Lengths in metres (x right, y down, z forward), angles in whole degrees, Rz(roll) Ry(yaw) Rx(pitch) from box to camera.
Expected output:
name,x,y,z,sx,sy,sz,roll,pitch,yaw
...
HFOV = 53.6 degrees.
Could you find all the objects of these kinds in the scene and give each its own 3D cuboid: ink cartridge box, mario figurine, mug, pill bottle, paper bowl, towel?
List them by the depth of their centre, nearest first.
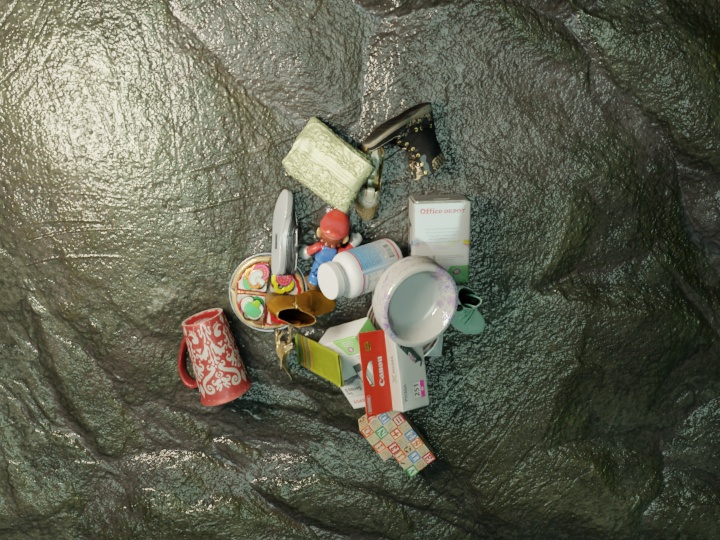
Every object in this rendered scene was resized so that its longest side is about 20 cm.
name,x,y,z,sx,sy,sz,roll,pitch,yaw
towel,-0.075,-0.242,1.651,0.198,0.036,0.150,37,104,8
paper bowl,0.120,0.065,1.653,0.195,0.104,0.206,-10,116,-21
pill bottle,0.000,0.000,1.678,0.196,0.108,0.112,-18,112,-35
ink cartridge box,0.081,0.237,1.709,0.170,0.043,0.206,-6,89,-40
ink cartridge box,0.189,-0.078,1.729,0.141,0.088,0.206,-3,109,-5
mario figurine,-0.073,-0.057,1.730,0.121,0.106,0.204,-6,124,-41
mug,-0.376,0.213,1.740,0.173,0.134,0.205,-16,104,-2
towel,-0.104,0.217,1.740,0.018,0.198,0.089,-18,110,-31
ink cartridge box,0.002,0.233,1.772,0.143,0.084,0.203,-18,112,39

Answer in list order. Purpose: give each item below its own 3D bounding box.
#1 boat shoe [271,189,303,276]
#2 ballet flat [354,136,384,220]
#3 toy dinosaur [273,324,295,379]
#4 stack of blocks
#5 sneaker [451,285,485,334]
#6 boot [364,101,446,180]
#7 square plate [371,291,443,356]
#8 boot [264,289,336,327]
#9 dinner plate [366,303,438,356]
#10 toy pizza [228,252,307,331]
name,x,y,z,sx,sy,sz,roll,pitch,yaw
boat shoe,-0.168,-0.088,1.702,0.066,0.071,0.206,1,96,-30
ballet flat,0.021,-0.213,1.683,0.068,0.065,0.206,1,107,-6
toy dinosaur,-0.192,0.198,1.768,0.056,0.201,0.104,4,64,-4
stack of blocks,0.096,0.447,1.889,0.114,0.059,0.201,-36,107,6
sneaker,0.267,0.102,1.754,0.199,0.117,0.075,37,71,-31
boot,0.110,-0.281,1.645,0.198,0.072,0.153,-36,114,-27
square plate,0.119,0.117,1.810,0.192,0.029,0.206,2,106,-7
boot,-0.126,0.097,1.700,0.196,0.144,0.073,5,105,-27
dinner plate,0.107,0.136,1.788,0.194,0.024,0.206,-2,107,-6
toy pizza,-0.227,0.058,1.757,0.194,0.032,0.206,-2,107,-5
